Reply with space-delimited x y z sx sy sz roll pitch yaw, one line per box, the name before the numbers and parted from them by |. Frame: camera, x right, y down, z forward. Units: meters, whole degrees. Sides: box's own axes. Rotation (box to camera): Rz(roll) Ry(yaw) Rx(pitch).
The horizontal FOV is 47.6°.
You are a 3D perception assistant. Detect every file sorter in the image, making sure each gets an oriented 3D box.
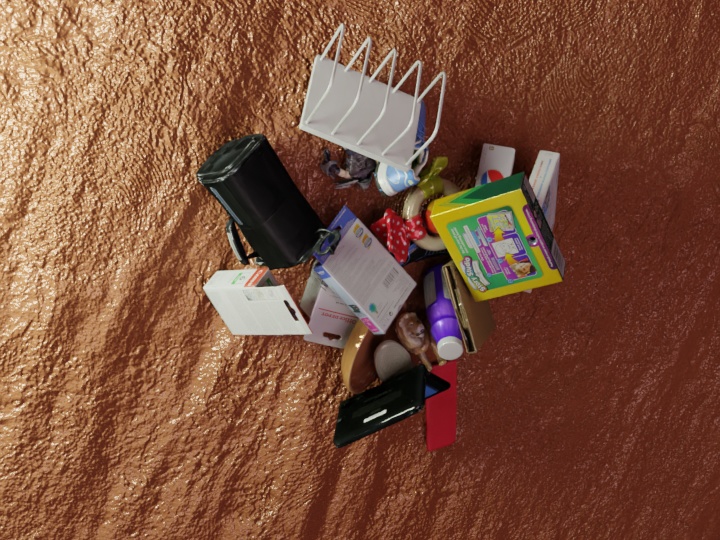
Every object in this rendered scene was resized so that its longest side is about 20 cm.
file sorter | 0.025 -0.275 1.295 0.196 0.124 0.142 20 64 -18

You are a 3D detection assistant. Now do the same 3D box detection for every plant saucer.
plant saucer | 0.021 0.134 1.536 0.201 0.037 0.202 -49 154 -33

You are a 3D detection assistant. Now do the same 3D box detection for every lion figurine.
lion figurine | 0.142 0.118 1.604 0.072 0.199 0.124 -29 90 33

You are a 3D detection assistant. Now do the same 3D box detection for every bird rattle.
bird rattle | 0.122 -0.102 1.464 0.161 0.112 0.204 24 79 -22

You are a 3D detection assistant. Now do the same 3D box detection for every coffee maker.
coffee maker | -0.148 -0.116 1.335 0.189 0.136 0.201 -14 126 32

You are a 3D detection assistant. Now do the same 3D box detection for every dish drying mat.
dish drying mat | 0.169 0.283 1.722 0.075 0.018 0.204 -11 112 -21

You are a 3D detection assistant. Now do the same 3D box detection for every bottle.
bottle | 0.161 0.078 1.537 0.065 0.202 0.083 -34 125 27

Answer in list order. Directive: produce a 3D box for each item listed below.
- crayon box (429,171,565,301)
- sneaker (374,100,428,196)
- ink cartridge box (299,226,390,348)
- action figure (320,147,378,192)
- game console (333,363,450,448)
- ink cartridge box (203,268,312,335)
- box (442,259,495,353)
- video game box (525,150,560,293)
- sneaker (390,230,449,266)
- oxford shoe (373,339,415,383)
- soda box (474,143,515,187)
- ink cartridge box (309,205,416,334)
crayon box | 0.240 -0.053 1.415 0.170 0.059 0.202 -14 122 30
sneaker | 0.090 -0.218 1.425 0.076 0.076 0.204 39 55 -41
ink cartridge box | -0.037 0.034 1.506 0.114 0.068 0.204 15 102 -28
action figure | -0.014 -0.227 1.422 0.129 0.069 0.203 -29 122 -20
game console | 0.064 0.273 1.550 0.198 0.177 0.117 -29 114 22
ink cartridge box | -0.166 0.054 1.386 0.051 0.197 0.110 -54 127 -39
box | 0.208 0.054 1.537 0.021 0.200 0.167 -16 94 20
video game box | 0.331 -0.090 1.544 0.202 0.046 0.184 77 30 -52
sneaker | 0.132 -0.050 1.550 0.199 0.070 0.079 -37 112 -9
oxford shoe | 0.069 0.185 1.588 0.075 0.058 0.200 -35 142 3
soda box | 0.240 -0.128 1.522 0.062 0.068 0.205 10 82 11
ink cartridge box | 0.000 0.000 1.422 0.200 0.042 0.120 48 60 -20
